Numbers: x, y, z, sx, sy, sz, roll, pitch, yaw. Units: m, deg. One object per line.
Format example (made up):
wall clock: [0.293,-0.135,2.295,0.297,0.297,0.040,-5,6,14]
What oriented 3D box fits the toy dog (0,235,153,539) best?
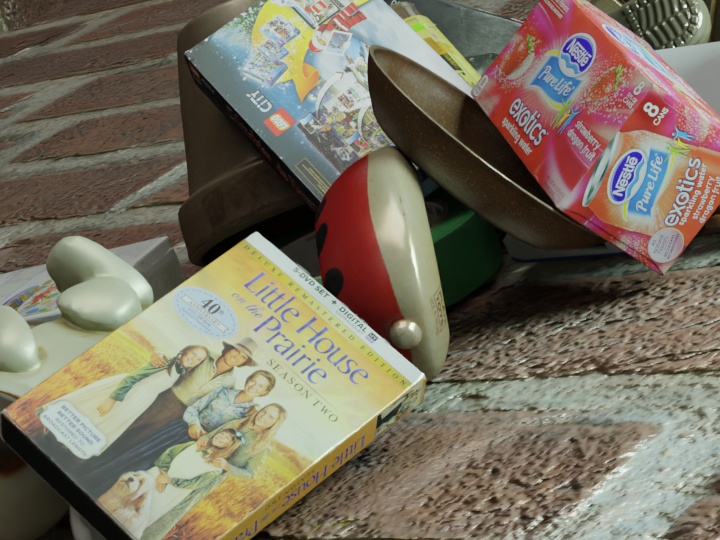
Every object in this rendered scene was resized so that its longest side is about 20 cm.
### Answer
toy dog: [-0.189,0.101,1.429,0.193,0.140,0.200,28,35,19]

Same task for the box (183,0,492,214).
box: [-0.014,-0.123,1.648,0.136,0.038,0.200,-36,59,-10]

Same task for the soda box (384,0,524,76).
soda box: [0.092,-0.160,1.762,0.199,0.071,0.063,22,7,41]

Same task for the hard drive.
hard drive: [0.193,-0.084,1.608,0.131,0.025,0.200,-5,39,37]

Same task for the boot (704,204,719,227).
boot: [0.272,-0.125,1.518,0.199,0.156,0.076,-30,19,-33]

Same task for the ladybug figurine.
ladybug figurine: [0.011,-0.001,1.453,0.071,0.137,0.200,-10,22,1]

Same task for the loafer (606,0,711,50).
loafer: [0.184,-0.153,1.776,0.199,0.076,0.068,-20,-19,30]

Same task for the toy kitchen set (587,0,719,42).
toy kitchen set: [0.209,-0.193,1.831,0.180,0.201,0.163,-27,51,-25]

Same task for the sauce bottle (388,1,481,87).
sauce bottle: [0.074,-0.110,1.691,0.065,0.200,0.065,-33,-26,-19]

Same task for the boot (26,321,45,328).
boot: [-0.290,0.106,1.651,0.199,0.074,0.076,-27,35,-9]

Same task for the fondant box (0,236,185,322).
fondant box: [-0.251,0.042,1.808,0.199,0.059,0.144,-13,17,28]

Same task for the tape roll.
tape roll: [0.000,0.000,1.645,0.199,0.048,0.201,-19,15,5]

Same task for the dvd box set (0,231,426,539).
dvd box set: [-0.081,0.077,1.316,0.200,0.029,0.146,-36,63,-30]

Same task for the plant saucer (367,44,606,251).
plant saucer: [0.076,-0.071,1.499,0.037,0.200,0.201,-52,10,13]

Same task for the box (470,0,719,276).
box: [0.159,-0.096,1.503,0.100,0.095,0.200,-52,26,13]

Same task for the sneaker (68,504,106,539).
sneaker: [-0.084,0.104,1.343,0.082,0.075,0.200,6,33,45]

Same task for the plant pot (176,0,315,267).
plant pot: [-0.063,-0.115,1.772,0.199,0.176,0.200,-20,-7,-3]
